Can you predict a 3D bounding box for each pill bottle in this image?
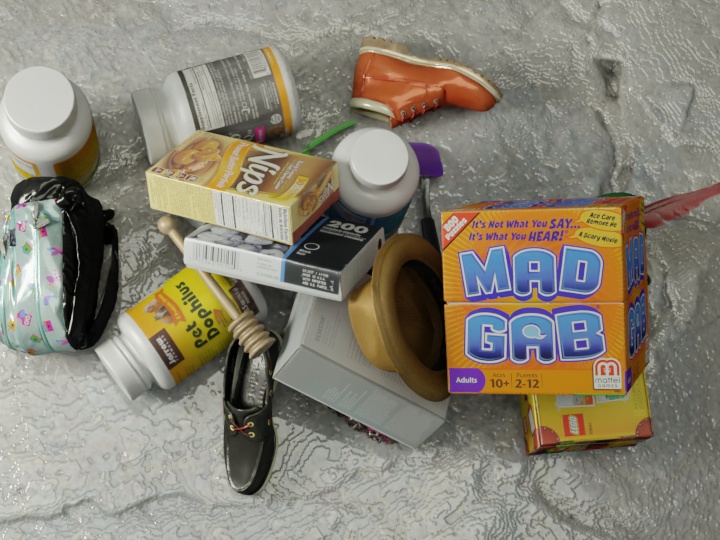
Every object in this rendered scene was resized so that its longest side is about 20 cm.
[{"bbox_3d":[-0.377,-0.171,1.659,0.110,0.200,0.112,2,75,-6],"label":"pill bottle"},{"bbox_3d":[0.013,-0.106,1.685,0.110,0.200,0.112,2,75,-6],"label":"pill bottle"},{"bbox_3d":[-0.182,-0.205,1.735,0.198,0.116,0.117,-17,77,-10],"label":"pill bottle"},{"bbox_3d":[-0.218,0.068,1.661,0.199,0.109,0.110,-37,82,-14],"label":"pill bottle"}]

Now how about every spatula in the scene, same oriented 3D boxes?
[{"bbox_3d":[0.086,-0.082,1.760,0.056,0.021,0.202,0,65,-14],"label":"spatula"}]

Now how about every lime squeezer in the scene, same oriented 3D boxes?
[{"bbox_3d":[-0.075,-0.127,1.766,0.070,0.038,0.201,25,73,1],"label":"lime squeezer"}]

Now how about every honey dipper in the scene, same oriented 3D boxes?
[{"bbox_3d":[-0.174,0.016,1.608,0.038,0.038,0.200,-36,79,-14],"label":"honey dipper"}]

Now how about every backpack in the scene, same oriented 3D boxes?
[{"bbox_3d":[-0.371,0.002,1.650,0.125,0.167,0.202,-3,78,13],"label":"backpack"}]

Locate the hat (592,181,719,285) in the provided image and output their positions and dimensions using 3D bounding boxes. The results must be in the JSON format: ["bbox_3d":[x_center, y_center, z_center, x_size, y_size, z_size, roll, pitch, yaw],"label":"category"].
[{"bbox_3d":[0.324,-0.089,1.701,0.198,0.166,0.177,14,111,-20],"label":"hat"}]

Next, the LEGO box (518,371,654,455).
[{"bbox_3d":[0.273,0.122,1.717,0.147,0.077,0.202,-3,76,-7],"label":"LEGO box"}]

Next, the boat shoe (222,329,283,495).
[{"bbox_3d":[-0.137,0.170,1.644,0.073,0.063,0.204,8,92,24],"label":"boat shoe"}]

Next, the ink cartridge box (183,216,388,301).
[{"bbox_3d":[-0.078,-0.036,1.617,0.196,0.200,0.044,12,113,16],"label":"ink cartridge box"}]

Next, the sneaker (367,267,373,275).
[{"bbox_3d":[0.000,0.000,1.726,0.198,0.078,0.078,22,66,-7],"label":"sneaker"}]

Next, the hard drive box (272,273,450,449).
[{"bbox_3d":[0.012,0.095,1.639,0.199,0.077,0.157,29,45,-13],"label":"hard drive box"}]

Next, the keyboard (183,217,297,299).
[{"bbox_3d":[-0.152,-0.038,1.725,0.199,0.056,0.011,37,44,4],"label":"keyboard"}]

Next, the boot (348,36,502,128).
[{"bbox_3d":[0.083,-0.226,1.796,0.198,0.075,0.108,16,77,7],"label":"boot"}]

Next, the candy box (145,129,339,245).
[{"bbox_3d":[-0.137,-0.100,1.609,0.198,0.056,0.116,14,38,24],"label":"candy box"}]

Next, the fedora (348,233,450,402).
[{"bbox_3d":[0.046,0.057,1.555,0.081,0.200,0.203,-12,73,31],"label":"fedora"}]

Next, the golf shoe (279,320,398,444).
[{"bbox_3d":[-0.016,0.129,1.685,0.200,0.073,0.092,41,75,5],"label":"golf shoe"}]

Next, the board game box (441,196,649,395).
[{"bbox_3d":[0.215,0.024,1.556,0.198,0.200,0.202,-1,96,19],"label":"board game box"}]
